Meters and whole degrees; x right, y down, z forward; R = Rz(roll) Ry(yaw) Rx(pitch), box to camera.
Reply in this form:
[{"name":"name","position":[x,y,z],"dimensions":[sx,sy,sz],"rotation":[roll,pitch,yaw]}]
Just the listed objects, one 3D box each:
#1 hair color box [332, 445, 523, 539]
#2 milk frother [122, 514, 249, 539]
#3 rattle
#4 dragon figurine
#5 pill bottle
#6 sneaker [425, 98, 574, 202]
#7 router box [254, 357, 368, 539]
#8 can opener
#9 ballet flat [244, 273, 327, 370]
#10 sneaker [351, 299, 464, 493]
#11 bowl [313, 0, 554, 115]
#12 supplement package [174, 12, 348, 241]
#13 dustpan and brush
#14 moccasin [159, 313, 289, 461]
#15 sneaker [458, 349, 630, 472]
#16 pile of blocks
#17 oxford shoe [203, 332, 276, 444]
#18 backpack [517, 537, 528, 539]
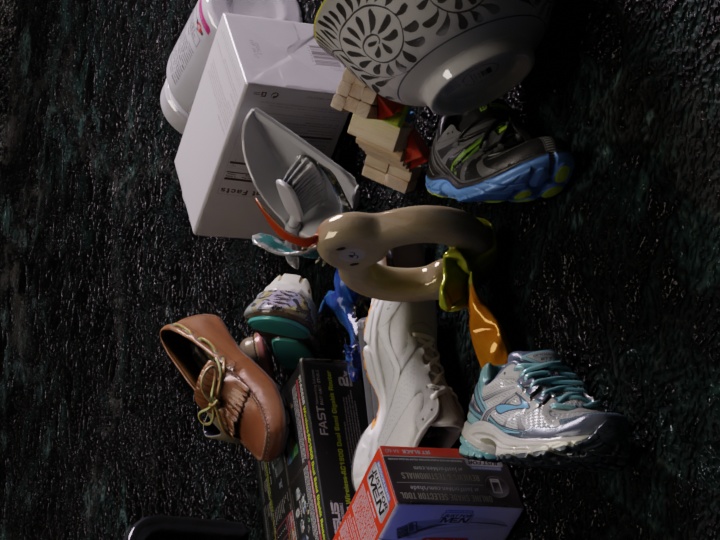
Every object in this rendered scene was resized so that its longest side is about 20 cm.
[{"name":"hair color box","position":[0.037,0.228,1.359],"dimensions":[0.064,0.111,0.200],"rotation":[-108,33,-43]},{"name":"milk frother","position":[-0.178,0.368,1.742],"dimensions":[0.181,0.188,0.200],"rotation":[-116,38,-52]},{"name":"rattle","position":[0.012,0.021,1.341],"dimensions":[0.130,0.200,0.143],"rotation":[-22,64,60]},{"name":"dragon figurine","position":[0.000,0.000,1.558],"dimensions":[0.099,0.059,0.201],"rotation":[179,92,-65]},{"name":"pill bottle","position":[-0.149,-0.234,1.894],"dimensions":[0.200,0.113,0.114],"rotation":[130,139,-53]},{"name":"sneaker","position":[0.100,-0.094,1.327],"dimensions":[0.200,0.071,0.083],"rotation":[-165,74,-70]},{"name":"router box","position":[-0.041,0.205,1.610],"dimensions":[0.150,0.062,0.200],"rotation":[122,145,-49]},{"name":"can opener","position":[0.028,0.056,1.489],"dimensions":[0.053,0.066,0.201],"rotation":[-159,66,-77]},{"name":"ballet flat","position":[-0.069,0.041,1.636],"dimensions":[0.200,0.072,0.072],"rotation":[74,-167,-73]},{"name":"sneaker","position":[0.054,0.101,1.422],"dimensions":[0.092,0.076,0.201],"rotation":[-5,77,46]},{"name":"bowl","position":[0.073,-0.180,1.293],"dimensions":[0.094,0.200,0.201],"rotation":[65,147,18]},{"name":"supplement package","position":[-0.102,-0.143,1.753],"dimensions":[0.121,0.119,0.200],"rotation":[-110,33,-42]},{"name":"dustpan and brush","position":[-0.061,-0.061,1.690],"dimensions":[0.139,0.057,0.200],"rotation":[36,164,18]},{"name":"moccasin","position":[-0.132,0.111,1.643],"dimensions":[0.201,0.078,0.074],"rotation":[53,135,38]},{"name":"sneaker","position":[0.126,0.097,1.222],"dimensions":[0.200,0.077,0.087],"rotation":[171,106,-66]},{"name":"pile of blocks","position":[0.034,-0.130,1.469],"dimensions":[0.082,0.062,0.200],"rotation":[-61,-19,-13]},{"name":"oxford shoe","position":[-0.127,0.130,1.761],"dimensions":[0.200,0.075,0.071],"rotation":[101,160,-56]},{"name":"backpack","position":[0.053,0.272,1.197],"dimensions":[0.163,0.200,0.168],"rotation":[-115,37,-51]}]
